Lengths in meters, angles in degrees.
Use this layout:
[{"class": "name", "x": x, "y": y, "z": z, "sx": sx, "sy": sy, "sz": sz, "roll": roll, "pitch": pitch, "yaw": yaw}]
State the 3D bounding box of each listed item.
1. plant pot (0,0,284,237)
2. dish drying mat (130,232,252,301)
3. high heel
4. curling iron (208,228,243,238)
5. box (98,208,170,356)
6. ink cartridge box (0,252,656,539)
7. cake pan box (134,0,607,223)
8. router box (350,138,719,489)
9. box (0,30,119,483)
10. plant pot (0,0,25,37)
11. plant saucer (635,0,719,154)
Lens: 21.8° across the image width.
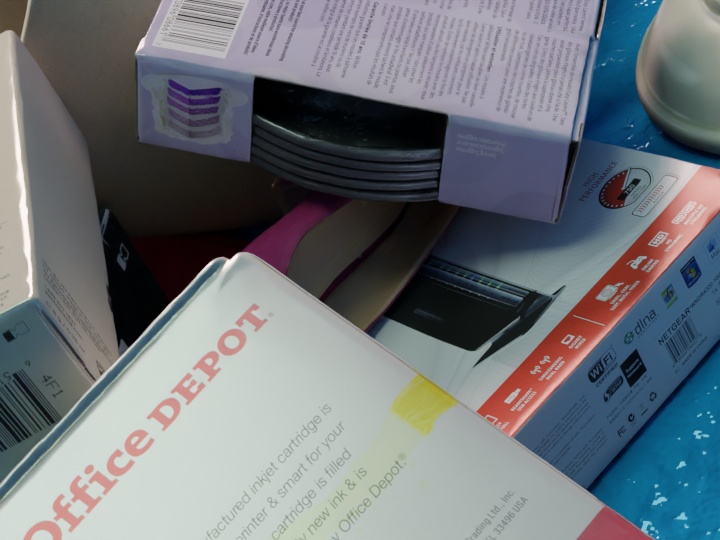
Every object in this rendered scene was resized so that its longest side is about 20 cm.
[{"class": "plant pot", "x": -0.098, "y": -0.093, "z": 0.916, "sx": 0.187, "sy": 0.198, "sz": 0.189, "roll": -33, "pitch": 52, "yaw": 54}, {"class": "dish drying mat", "x": -0.102, "y": 0.007, "z": 0.937, "sx": 0.199, "sy": 0.018, "sz": 0.077, "roll": 12, "pitch": 55, "yaw": 35}, {"class": "high heel", "x": 0.000, "y": 0.000, "z": 0.755, "sx": 0.095, "sy": 0.068, "sz": 0.201, "roll": -14, "pitch": 39, "yaw": 22}, {"class": "curling iron", "x": -0.144, "y": 0.013, "z": 0.987, "sx": 0.199, "sy": 0.026, "sz": 0.050, "roll": -36, "pitch": 39, "yaw": -7}, {"class": "box", "x": -0.178, "y": 0.103, "z": 0.813, "sx": 0.198, "sy": 0.118, "sz": 0.198, "roll": -19, "pitch": 35, "yaw": 18}, {"class": "ink cartridge box", "x": -0.009, "y": 0.110, "z": 0.608, "sx": 0.199, "sy": 0.084, "sz": 0.145, "roll": 35, "pitch": 68, "yaw": 22}, {"class": "cake pan box", "x": 0.013, "y": -0.111, "z": 0.808, "sx": 0.182, "sy": 0.053, "sz": 0.201, "roll": 9, "pitch": 43, "yaw": 6}, {"class": "router box", "x": 0.046, "y": 0.028, "z": 0.785, "sx": 0.200, "sy": 0.049, "sz": 0.179, "roll": -45, "pitch": 35, "yaw": -19}, {"class": "box", "x": -0.144, "y": -0.005, "z": 0.711, "sx": 0.082, "sy": 0.069, "sz": 0.201, "roll": -27, "pitch": 35, "yaw": 7}, {"class": "plant pot", "x": -0.138, "y": -0.150, "z": 1.067, "sx": 0.181, "sy": 0.202, "sz": 0.201, "roll": -11, "pitch": 35, "yaw": 4}, {"class": "plant saucer", "x": 0.213, "y": -0.135, "z": 0.860, "sx": 0.199, "sy": 0.050, "sz": 0.201, "roll": -23, "pitch": 33, "yaw": 16}]
